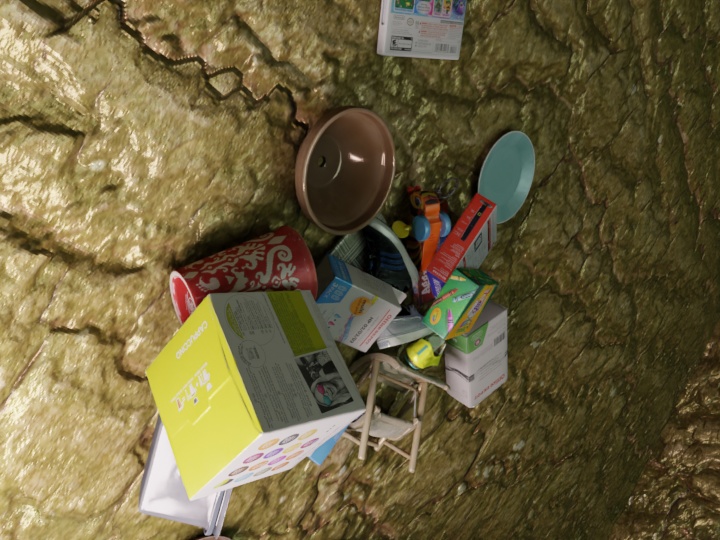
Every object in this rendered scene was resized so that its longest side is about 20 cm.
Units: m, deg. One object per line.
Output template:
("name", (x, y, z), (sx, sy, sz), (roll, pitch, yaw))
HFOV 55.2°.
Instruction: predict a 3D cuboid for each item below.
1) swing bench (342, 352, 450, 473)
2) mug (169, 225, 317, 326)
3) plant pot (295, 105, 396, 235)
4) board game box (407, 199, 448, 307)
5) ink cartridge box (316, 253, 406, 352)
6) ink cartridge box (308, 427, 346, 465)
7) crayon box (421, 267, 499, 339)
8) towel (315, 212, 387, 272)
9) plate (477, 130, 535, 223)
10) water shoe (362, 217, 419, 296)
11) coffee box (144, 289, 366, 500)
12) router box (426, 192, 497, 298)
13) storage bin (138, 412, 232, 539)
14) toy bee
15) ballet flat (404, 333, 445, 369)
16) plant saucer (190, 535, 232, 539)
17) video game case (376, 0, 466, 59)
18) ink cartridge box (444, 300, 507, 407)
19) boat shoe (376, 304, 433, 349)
("swing bench", (0.055, 0.279, 1.404), (0.197, 0.128, 0.204), (30, 82, -46))
("mug", (-0.178, 0.044, 1.066), (0.196, 0.132, 0.183), (-20, 112, -32))
("plant pot", (-0.041, -0.169, 1.130), (0.198, 0.092, 0.206), (-20, 120, -37))
("board game box", (0.144, -0.034, 1.423), (0.102, 0.019, 0.205), (-27, 125, -31))
("ink cartridge box", (-0.008, 0.068, 1.230), (0.197, 0.069, 0.116), (25, 115, -33))
("ink cartridge box", (-0.118, 0.218, 1.204), (0.126, 0.127, 0.201), (-50, 135, -14))
("crayon box", (0.197, 0.061, 1.328), (0.120, 0.058, 0.199), (-59, 161, 12))
("towel", (0.000, 0.000, 1.296), (0.201, 0.034, 0.194), (-48, 131, -14))
("plate", (0.313, -0.204, 1.505), (0.197, 0.025, 0.205), (-21, 123, -37))
("water shoe", (0.043, -0.019, 1.254), (0.079, 0.071, 0.201), (-46, 130, -10))
("coffee box", (-0.152, 0.167, 0.969), (0.195, 0.203, 0.199), (-1, 146, -48))
("router box", (0.206, -0.033, 1.373), (0.181, 0.048, 0.200), (-55, 162, -9))
("storage bin", (-0.271, 0.299, 1.104), (0.131, 0.146, 0.205), (15, 99, -18))
("toy bee", (0.126, -0.106, 1.308), (0.129, 0.109, 0.203), (10, 120, -41))
("ballet flat", (0.144, 0.162, 1.423), (0.067, 0.067, 0.199), (-46, 167, 11))
("plant saucer", (-0.306, 0.564, 1.247), (0.197, 0.034, 0.206), (-20, 122, -36))
("video game case", (0.114, -0.467, 1.195), (0.196, 0.023, 0.187), (-11, 115, -40))
("ink cartridge box", (0.268, 0.190, 1.595), (0.144, 0.084, 0.205), (-27, 126, -32))
("boat shoe", (0.096, 0.105, 1.397), (0.199, 0.069, 0.074), (-12, 86, -54))
